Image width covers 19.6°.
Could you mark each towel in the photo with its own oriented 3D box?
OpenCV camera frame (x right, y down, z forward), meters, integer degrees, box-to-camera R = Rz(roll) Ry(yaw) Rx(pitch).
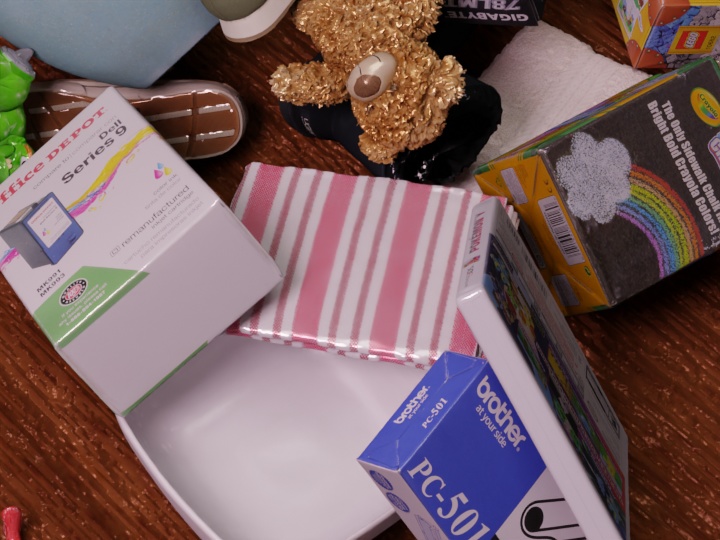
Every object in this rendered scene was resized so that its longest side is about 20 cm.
[{"bbox_3d":[0.132,-0.103,1.578,0.132,0.034,0.200,30,60,17],"label":"towel"},{"bbox_3d":[0.000,0.000,1.426,0.200,0.030,0.147,9,54,9],"label":"towel"}]

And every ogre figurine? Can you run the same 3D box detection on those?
[{"bbox_3d":[-0.293,-0.095,1.485,0.120,0.200,0.098,-14,30,-30],"label":"ogre figurine"}]

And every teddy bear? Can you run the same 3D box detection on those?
[{"bbox_3d":[-0.001,-0.174,1.459,0.145,0.067,0.200,-12,64,16],"label":"teddy bear"}]

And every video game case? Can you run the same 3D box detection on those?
[{"bbox_3d":[0.119,0.067,1.336,0.023,0.200,0.182,-25,15,14],"label":"video game case"}]

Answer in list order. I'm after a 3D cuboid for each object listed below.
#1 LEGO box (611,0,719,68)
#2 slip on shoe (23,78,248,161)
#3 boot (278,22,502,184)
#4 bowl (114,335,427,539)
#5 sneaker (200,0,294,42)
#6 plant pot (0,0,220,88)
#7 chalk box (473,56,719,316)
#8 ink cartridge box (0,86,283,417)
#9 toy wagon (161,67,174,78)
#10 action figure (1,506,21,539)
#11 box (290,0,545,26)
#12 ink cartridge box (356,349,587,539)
[{"bbox_3d":[0.269,-0.257,1.644,0.149,0.077,0.200,-2,55,-15],"label":"LEGO box"},{"bbox_3d":[-0.183,-0.113,1.570,0.200,0.076,0.061,-6,16,5],"label":"slip on shoe"},{"bbox_3d":[0.056,-0.143,1.545,0.200,0.076,0.168,-38,39,-17],"label":"boot"},{"bbox_3d":[-0.046,0.111,1.407,0.200,0.075,0.200,-32,63,-21],"label":"bowl"},{"bbox_3d":[-0.055,-0.262,1.452,0.067,0.090,0.200,16,67,42],"label":"sneaker"},{"bbox_3d":[-0.167,-0.211,1.508,0.135,0.200,0.200,47,63,-8],"label":"plant pot"},{"bbox_3d":[0.206,-0.066,1.475,0.200,0.124,0.125,-27,94,-19],"label":"chalk box"},{"bbox_3d":[-0.165,-0.017,1.417,0.145,0.088,0.200,-41,37,-2],"label":"ink cartridge box"},{"bbox_3d":[-0.185,-0.234,1.624,0.155,0.040,0.200,-21,79,19],"label":"toy wagon"},{"bbox_3d":[-0.214,0.233,1.312,0.065,0.099,0.200,-19,61,-12],"label":"action figure"},{"bbox_3d":[0.054,-0.280,1.555,0.198,0.050,0.200,4,65,21],"label":"box"},{"bbox_3d":[0.086,0.153,1.308,0.044,0.200,0.094,11,53,51],"label":"ink cartridge box"}]
